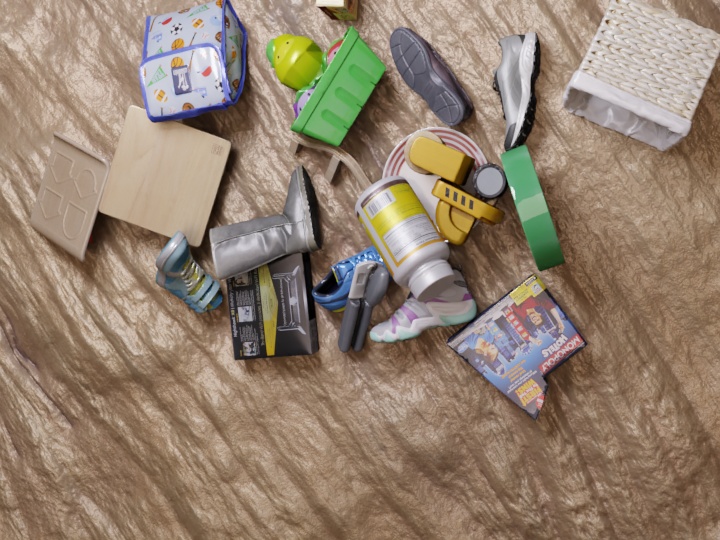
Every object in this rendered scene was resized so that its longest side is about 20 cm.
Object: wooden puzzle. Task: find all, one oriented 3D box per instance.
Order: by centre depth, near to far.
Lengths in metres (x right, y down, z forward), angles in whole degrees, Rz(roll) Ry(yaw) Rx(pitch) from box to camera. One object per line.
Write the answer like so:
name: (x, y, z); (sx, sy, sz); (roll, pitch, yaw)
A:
wooden puzzle: (-0.545, -0.141, 1.626); (0.183, 0.046, 0.204); (27, 105, 34)

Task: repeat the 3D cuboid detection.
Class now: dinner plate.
dinner plate: (0.135, -0.151, 1.517); (0.195, 0.024, 0.206); (1, 94, 11)

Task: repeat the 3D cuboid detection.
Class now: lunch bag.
lunch bag: (-0.295, -0.363, 1.507); (0.166, 0.124, 0.205); (-8, 64, 15)

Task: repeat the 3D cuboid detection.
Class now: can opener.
can opener: (0.001, 0.069, 1.501); (0.051, 0.067, 0.203); (0, 130, -20)

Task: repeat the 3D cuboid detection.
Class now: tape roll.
tape roll: (0.282, -0.102, 1.399); (0.047, 0.200, 0.205); (-18, 90, 12)

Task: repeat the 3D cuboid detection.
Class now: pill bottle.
pill bottle: (0.079, -0.052, 1.445); (0.108, 0.109, 0.202); (-35, 70, 12)

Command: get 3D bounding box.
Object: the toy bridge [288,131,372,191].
toy bridge: (-0.045, -0.190, 1.532); (0.199, 0.027, 0.068); (38, 142, 7)

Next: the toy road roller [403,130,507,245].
toy road roller: (0.152, -0.133, 1.440); (0.197, 0.123, 0.149); (27, 99, 8)

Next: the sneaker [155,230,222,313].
sneaker: (-0.303, 0.008, 1.551); (0.129, 0.200, 0.080); (36, 69, 0)

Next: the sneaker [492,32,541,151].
sneaker: (0.262, -0.303, 1.461); (0.077, 0.074, 0.206); (5, 89, 20)

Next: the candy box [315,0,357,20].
candy box: (-0.034, -0.548, 1.477); (0.054, 0.115, 0.206); (4, 95, 10)

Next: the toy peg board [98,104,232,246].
toy peg board: (-0.357, -0.177, 1.595); (0.195, 0.098, 0.204); (19, 97, -6)

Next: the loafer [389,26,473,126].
loafer: (0.125, -0.341, 1.496); (0.202, 0.063, 0.072); (55, 132, 8)

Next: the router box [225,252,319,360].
router box: (-0.165, 0.058, 1.579); (0.153, 0.052, 0.205); (-4, 93, 12)

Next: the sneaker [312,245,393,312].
sneaker: (0.000, 0.000, 1.521); (0.198, 0.078, 0.067); (-37, 56, 12)

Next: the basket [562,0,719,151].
basket: (0.442, -0.310, 1.356); (0.196, 0.198, 0.164); (24, 94, 9)

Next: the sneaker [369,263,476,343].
sneaker: (0.098, 0.042, 1.518); (0.195, 0.078, 0.143); (-17, 89, 3)

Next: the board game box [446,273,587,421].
board game box: (0.286, 0.144, 1.488); (0.199, 0.062, 0.201); (-38, 87, 12)

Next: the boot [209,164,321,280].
boot: (-0.175, -0.087, 1.540); (0.196, 0.073, 0.186); (-15, 62, 15)

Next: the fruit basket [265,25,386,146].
fruit basket: (-0.079, -0.345, 1.495); (0.210, 0.156, 0.221); (-1, 104, -3)
